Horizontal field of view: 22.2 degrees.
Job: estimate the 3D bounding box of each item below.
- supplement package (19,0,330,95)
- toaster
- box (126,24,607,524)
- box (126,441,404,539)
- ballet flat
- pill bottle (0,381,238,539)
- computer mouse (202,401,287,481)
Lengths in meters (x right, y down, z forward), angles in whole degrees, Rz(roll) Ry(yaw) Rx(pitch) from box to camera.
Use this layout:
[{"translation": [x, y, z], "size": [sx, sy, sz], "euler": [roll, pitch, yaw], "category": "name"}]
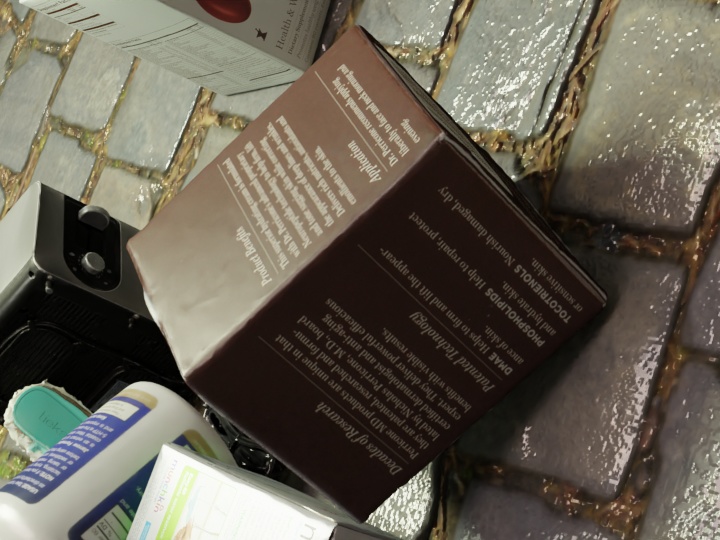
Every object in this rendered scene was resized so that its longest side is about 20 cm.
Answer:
[{"translation": [-0.131, -0.270, 1.466], "size": [0.147, 0.200, 0.192], "euler": [-4, 68, 56], "category": "supplement package"}, {"translation": [-0.216, 0.049, 1.414], "size": [0.200, 0.181, 0.119], "euler": [-45, 32, 34], "category": "toaster"}, {"translation": [0.000, 0.000, 1.077], "size": [0.200, 0.164, 0.166], "euler": [-43, 34, 8], "category": "box"}, {"translation": [-0.076, 0.230, 1.126], "size": [0.176, 0.097, 0.200], "euler": [16, 83, 46], "category": "box"}, {"translation": [-0.178, 0.156, 1.344], "size": [0.200, 0.072, 0.072], "euler": [40, 109, 16], "category": "ballet flat"}, {"translation": [-0.184, 0.177, 1.216], "size": [0.200, 0.120, 0.120], "euler": [-39, 18, -30], "category": "pill bottle"}, {"translation": [-0.051, 0.051, 1.293], "size": [0.140, 0.046, 0.201], "euler": [23, 95, 63], "category": "computer mouse"}]
